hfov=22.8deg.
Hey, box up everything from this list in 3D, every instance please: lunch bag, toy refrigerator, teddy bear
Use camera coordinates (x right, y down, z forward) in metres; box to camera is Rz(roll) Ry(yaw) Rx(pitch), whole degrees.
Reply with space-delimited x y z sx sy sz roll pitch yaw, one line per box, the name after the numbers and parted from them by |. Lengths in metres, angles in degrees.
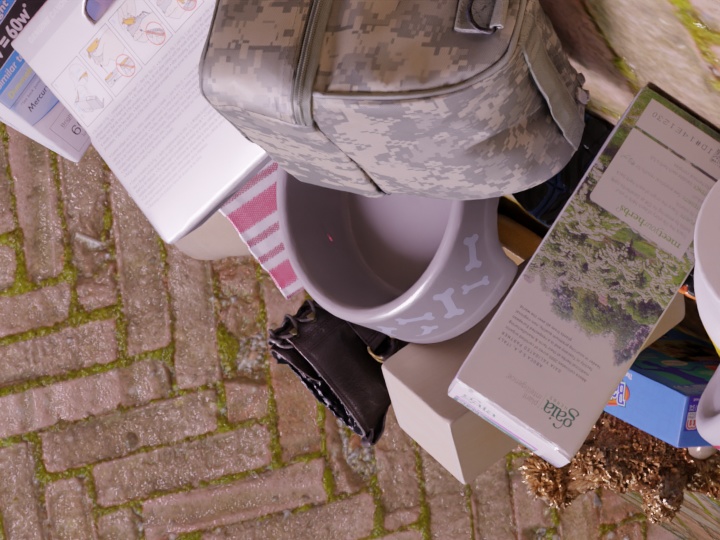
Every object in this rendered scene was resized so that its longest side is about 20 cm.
0.029 -0.115 0.960 0.166 0.141 0.200 15 171 18 | lunch bag
0.118 0.049 1.190 0.076 0.199 0.070 38 155 41 | toy refrigerator
0.225 0.147 1.478 0.198 0.067 0.145 7 -149 13 | teddy bear

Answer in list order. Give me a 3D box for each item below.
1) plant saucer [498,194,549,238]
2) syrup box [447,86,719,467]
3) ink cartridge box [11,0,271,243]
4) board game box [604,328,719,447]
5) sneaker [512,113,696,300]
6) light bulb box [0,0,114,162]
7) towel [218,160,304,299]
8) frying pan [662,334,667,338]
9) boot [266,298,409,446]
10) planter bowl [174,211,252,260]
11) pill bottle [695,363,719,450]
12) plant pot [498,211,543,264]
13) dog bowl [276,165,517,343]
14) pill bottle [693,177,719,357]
0.127 -0.054 1.330 0.199 0.049 0.200 31 174 34 | plant saucer
0.134 0.006 1.009 0.078 0.201 0.081 33 174 4 | syrup box
-0.115 -0.141 1.166 0.177 0.200 0.045 52 -141 1 | ink cartridge box
0.254 0.091 1.448 0.151 0.046 0.200 2 -167 -30 | board game box
0.166 -0.036 1.140 0.199 0.076 0.078 36 178 8 | sneaker
-0.259 -0.228 1.371 0.124 0.199 0.200 26 171 42 | light bulb box
-0.052 -0.096 1.316 0.201 0.146 0.030 54 -173 -17 | towel
0.198 0.003 1.462 0.114 0.031 0.190 34 -170 -15 | frying pan
0.000 0.000 1.257 0.201 0.174 0.069 53 160 -10 | boot
-0.065 -0.109 1.408 0.133 0.202 0.200 1 159 24 | planter bowl
0.341 0.124 1.239 0.199 0.109 0.109 35 174 -5 | pill bottle
0.129 -0.001 1.375 0.199 0.028 0.200 34 174 4 | plant pot
0.022 -0.055 1.143 0.058 0.202 0.199 2 -161 -44 | dog bowl
0.238 0.017 0.942 0.114 0.115 0.200 32 174 27 | pill bottle
